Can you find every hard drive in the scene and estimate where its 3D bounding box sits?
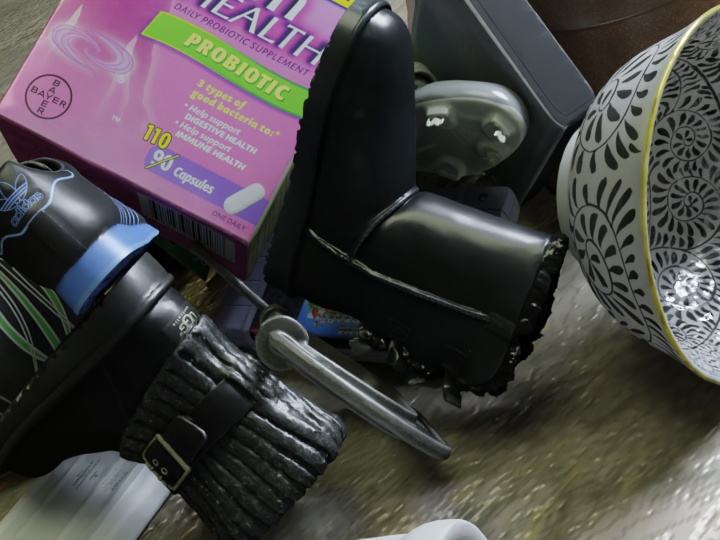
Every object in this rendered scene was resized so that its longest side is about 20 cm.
[{"bbox_3d":[0.085,-0.126,0.782,0.033,0.140,0.200,-34,-8,-6],"label":"hard drive"}]

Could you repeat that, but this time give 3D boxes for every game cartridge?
[{"bbox_3d":[0.000,0.000,0.814,0.198,0.039,0.131,1,52,31],"label":"game cartridge"}]

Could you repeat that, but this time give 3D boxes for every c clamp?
[{"bbox_3d":[-0.027,0.049,0.666,0.027,0.170,0.200,-53,11,-2],"label":"c clamp"}]

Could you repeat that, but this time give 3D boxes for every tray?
[{"bbox_3d":[-0.170,0.136,0.755,0.106,0.022,0.201,4,41,32],"label":"tray"}]

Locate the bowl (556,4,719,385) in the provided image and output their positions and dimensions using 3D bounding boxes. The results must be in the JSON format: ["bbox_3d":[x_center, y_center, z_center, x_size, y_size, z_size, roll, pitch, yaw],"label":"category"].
[{"bbox_3d":[0.171,-0.042,0.666,0.093,0.202,0.201,3,39,43],"label":"bowl"}]

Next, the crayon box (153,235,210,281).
[{"bbox_3d":[-0.091,-0.101,0.888,0.051,0.126,0.203,12,75,24],"label":"crayon box"}]

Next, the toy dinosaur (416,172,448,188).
[{"bbox_3d":[0.041,-0.086,0.902,0.101,0.078,0.200,-5,30,46],"label":"toy dinosaur"}]

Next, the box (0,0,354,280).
[{"bbox_3d":[-0.105,-0.129,0.774,0.174,0.097,0.202,27,75,0],"label":"box"}]

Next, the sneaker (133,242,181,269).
[{"bbox_3d":[-0.135,-0.074,0.976,0.110,0.077,0.200,7,47,45],"label":"sneaker"}]

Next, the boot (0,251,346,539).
[{"bbox_3d":[-0.120,0.101,0.690,0.211,0.158,0.080,-40,12,42],"label":"boot"}]

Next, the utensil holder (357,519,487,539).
[{"bbox_3d":[-0.042,0.198,0.469,0.197,0.171,0.171,-12,34,18],"label":"utensil holder"}]

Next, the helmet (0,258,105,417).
[{"bbox_3d":[-0.270,0.031,0.823,0.189,0.201,0.200,-8,32,49],"label":"helmet"}]

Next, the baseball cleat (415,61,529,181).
[{"bbox_3d":[0.039,-0.103,0.769,0.199,0.070,0.107,-11,44,50],"label":"baseball cleat"}]

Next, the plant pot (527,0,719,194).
[{"bbox_3d":[0.176,-0.168,0.830,0.198,0.200,0.201,-15,34,10],"label":"plant pot"}]

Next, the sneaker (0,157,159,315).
[{"bbox_3d":[-0.162,-0.024,0.663,0.070,0.078,0.200,-47,7,-8],"label":"sneaker"}]

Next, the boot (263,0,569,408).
[{"bbox_3d":[0.039,-0.033,0.667,0.161,0.200,0.073,26,28,16],"label":"boot"}]

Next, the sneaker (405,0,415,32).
[{"bbox_3d":[0.125,-0.269,1.088,0.199,0.106,0.075,-30,32,-14],"label":"sneaker"}]
